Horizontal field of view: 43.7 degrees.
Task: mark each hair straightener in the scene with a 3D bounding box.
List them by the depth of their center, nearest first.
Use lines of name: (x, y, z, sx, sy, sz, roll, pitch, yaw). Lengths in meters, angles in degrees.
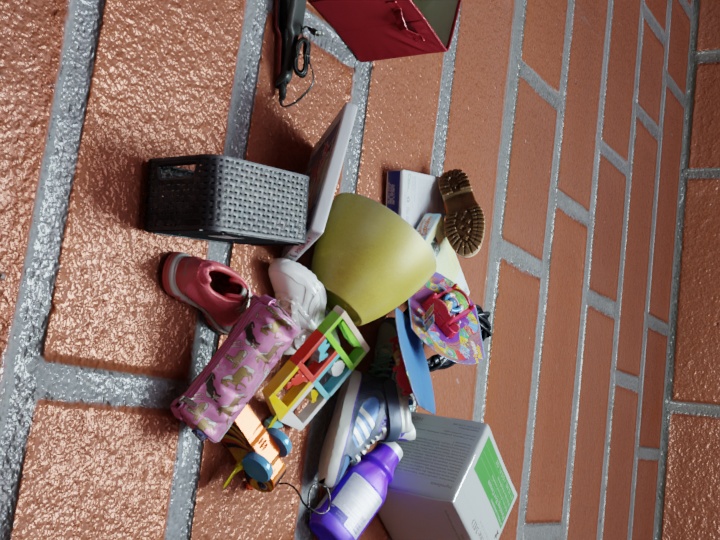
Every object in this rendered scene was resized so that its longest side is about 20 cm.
hair straightener: (-0.096, -0.342, 1.331, 0.041, 0.076, 0.204, 14, 80, -56)

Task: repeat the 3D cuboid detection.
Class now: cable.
cable: (0.150, 0.120, 1.631, 0.197, 0.051, 0.165, 10, 116, -26)

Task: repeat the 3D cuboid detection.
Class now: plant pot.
plant pot: (0.000, 0.000, 1.403, 0.143, 0.198, 0.201, -54, 134, -19)

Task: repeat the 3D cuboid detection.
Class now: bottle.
bottle: (-0.001, 0.363, 1.478, 0.084, 0.065, 0.200, 46, 55, -7)

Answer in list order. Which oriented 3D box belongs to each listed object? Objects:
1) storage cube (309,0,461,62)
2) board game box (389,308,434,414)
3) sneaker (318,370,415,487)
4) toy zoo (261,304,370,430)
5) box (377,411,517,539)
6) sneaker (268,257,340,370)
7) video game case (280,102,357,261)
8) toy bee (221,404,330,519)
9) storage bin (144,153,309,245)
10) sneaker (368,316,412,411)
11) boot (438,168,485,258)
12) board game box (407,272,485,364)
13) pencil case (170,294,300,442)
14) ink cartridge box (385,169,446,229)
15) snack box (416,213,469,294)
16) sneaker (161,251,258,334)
storage cube: (0.049, -0.464, 1.450, 0.171, 0.177, 0.203, 38, 61, -49)
board game box: (0.074, 0.154, 1.463, 0.200, 0.038, 0.161, 42, 34, -68)
sneaker: (0.023, 0.272, 1.465, 0.144, 0.081, 0.203, 22, 64, -12)
toy zoo: (-0.074, 0.161, 1.359, 0.200, 0.020, 0.132, -48, 145, -12)
box: (0.142, 0.386, 1.595, 0.172, 0.197, 0.201, -54, 133, -36)
sneaker: (-0.096, 0.077, 1.349, 0.100, 0.077, 0.202, -48, 128, -38)
video game case: (-0.064, -0.123, 1.320, 0.023, 0.182, 0.203, 19, 71, -13)
toy bee: (-0.148, 0.277, 1.274, 0.130, 0.108, 0.203, -20, 83, -45)
storage bin: (-0.171, -0.087, 1.176, 0.199, 0.133, 0.096, 5, 87, -55)
sneaker: (0.049, 0.184, 1.562, 0.086, 0.077, 0.204, -4, 95, -52)
boot: (0.194, -0.082, 1.653, 0.108, 0.074, 0.202, 69, 13, -45)
board game box: (0.152, 0.063, 1.507, 0.156, 0.039, 0.202, 24, 39, -24)
pencil case: (-0.163, 0.127, 1.185, 0.201, 0.082, 0.087, -53, 179, -6)
ink cartridge box: (0.109, -0.079, 1.671, 0.199, 0.040, 0.204, 3, 90, -57)
snack box: (0.141, 0.010, 1.655, 0.117, 0.037, 0.202, -58, 137, -37)
sneaker: (-0.178, 0.040, 1.215, 0.200, 0.086, 0.075, 37, 62, -50)
